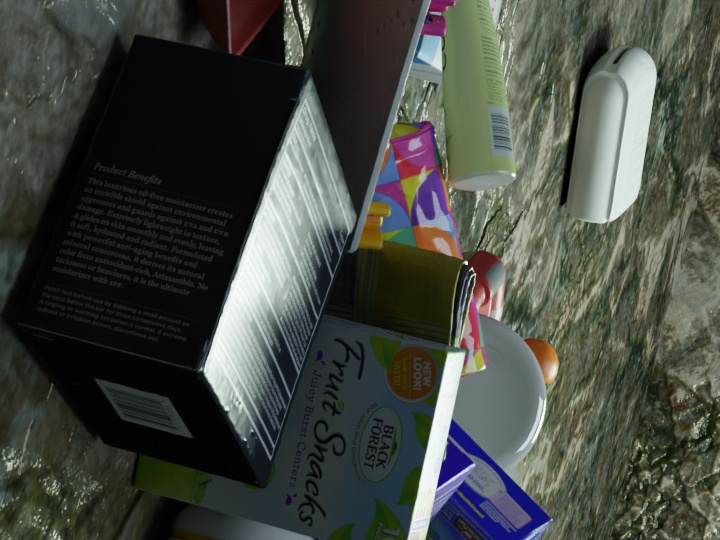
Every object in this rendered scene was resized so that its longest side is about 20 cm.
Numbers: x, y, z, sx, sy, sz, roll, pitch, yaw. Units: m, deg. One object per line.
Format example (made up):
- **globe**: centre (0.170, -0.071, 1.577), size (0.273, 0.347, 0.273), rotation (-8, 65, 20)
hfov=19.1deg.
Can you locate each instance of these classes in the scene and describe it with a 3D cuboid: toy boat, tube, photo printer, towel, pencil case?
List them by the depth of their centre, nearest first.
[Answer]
- **towel**: centre (-0.018, 0.044, 1.473), size (0.023, 0.199, 0.145), rotation (-6, 109, -64)
- **pencil case**: centre (0.035, -0.009, 1.580), size (0.088, 0.088, 0.202), rotation (-36, 117, -65)
- **tube**: centre (0.081, -0.161, 1.582), size (0.058, 0.052, 0.202), rotation (154, -66, -62)
- **toy boat**: centre (0.132, 0.087, 2.115), size (0.131, 0.130, 0.201), rotation (-49, 147, -57)
- **photo printer**: centre (0.309, -0.173, 2.612), size (0.166, 0.069, 0.202), rotation (-38, 137, -65)

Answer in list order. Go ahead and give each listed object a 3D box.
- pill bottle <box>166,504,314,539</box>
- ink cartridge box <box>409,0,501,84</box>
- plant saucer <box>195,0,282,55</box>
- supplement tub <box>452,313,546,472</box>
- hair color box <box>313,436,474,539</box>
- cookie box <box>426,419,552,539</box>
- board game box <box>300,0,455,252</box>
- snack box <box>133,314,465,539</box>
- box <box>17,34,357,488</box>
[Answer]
- **pill bottle**: centre (-0.092, 0.235, 1.518), size (0.112, 0.112, 0.201), rotation (45, 60, -71)
- **ink cartridge box**: centre (0.051, -0.232, 1.697), size (0.200, 0.084, 0.146), rotation (12, 91, -72)
- **plant saucer**: centre (-0.063, -0.269, 1.376), size (0.200, 0.036, 0.201), rotation (-59, 156, -48)
- **supplement tub**: centre (0.073, 0.115, 1.843), size (0.200, 0.144, 0.147), rotation (135, -30, -81)
- **hair color box**: centre (-0.013, 0.177, 1.593), size (0.065, 0.109, 0.200), rotation (-26, 157, -52)
- **cookie box**: centre (0.033, 0.216, 1.701), size (0.075, 0.171, 0.201), rotation (-24, 152, -48)
- **board game box**: centre (0.005, -0.145, 1.461), size (0.200, 0.026, 0.201), rotation (-113, -146, -55)
- **snack box**: centre (-0.042, 0.099, 1.431), size (0.053, 0.199, 0.143), rotation (3, 100, -71)
- **box**: centre (-0.098, -0.003, 1.305), size (0.200, 0.122, 0.200), rotation (72, 35, -63)
